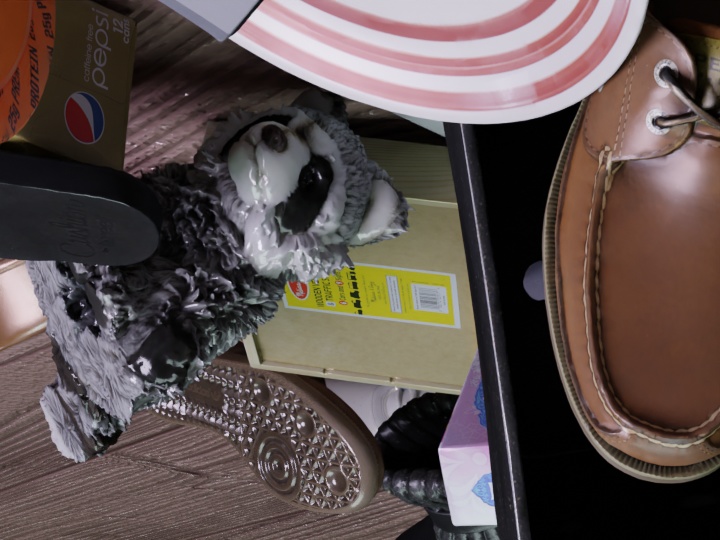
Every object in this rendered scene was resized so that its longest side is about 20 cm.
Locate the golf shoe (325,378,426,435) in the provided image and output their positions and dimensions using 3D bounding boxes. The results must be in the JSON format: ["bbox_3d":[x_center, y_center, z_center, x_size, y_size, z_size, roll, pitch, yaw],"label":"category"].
[{"bbox_3d":[0.044,0.080,1.259,0.198,0.079,0.097,0,148,-12],"label":"golf shoe"}]

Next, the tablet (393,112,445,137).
[{"bbox_3d":[0.071,-0.070,0.803,0.129,0.014,0.199,-11,159,39],"label":"tablet"}]

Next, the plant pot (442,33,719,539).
[{"bbox_3d":[0.120,-0.003,0.685,0.198,0.202,0.177,-8,179,-8],"label":"plant pot"}]

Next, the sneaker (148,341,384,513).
[{"bbox_3d":[-0.043,0.069,1.138,0.075,0.071,0.199,-15,-151,-40],"label":"sneaker"}]

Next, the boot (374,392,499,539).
[{"bbox_3d":[0.049,0.146,1.215,0.211,0.080,0.157,-38,143,22],"label":"boot"}]

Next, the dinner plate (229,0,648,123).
[{"bbox_3d":[-0.013,-0.113,0.525,0.199,0.024,0.201,27,154,15],"label":"dinner plate"}]

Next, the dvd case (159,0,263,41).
[{"bbox_3d":[-0.060,-0.134,0.470,0.150,0.025,0.200,33,157,-10],"label":"dvd case"}]

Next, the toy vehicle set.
[{"bbox_3d":[0.000,0.000,0.941,0.123,0.027,0.200,7,154,8],"label":"toy vehicle set"}]

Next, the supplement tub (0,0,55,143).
[{"bbox_3d":[-0.200,-0.077,0.616,0.198,0.124,0.122,-3,163,20],"label":"supplement tub"}]

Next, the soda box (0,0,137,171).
[{"bbox_3d":[-0.176,-0.055,0.794,0.199,0.065,0.067,-13,157,41],"label":"soda box"}]

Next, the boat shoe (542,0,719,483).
[{"bbox_3d":[0.090,-0.047,0.542,0.071,0.202,0.068,8,168,3],"label":"boat shoe"}]

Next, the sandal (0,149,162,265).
[{"bbox_3d":[-0.170,-0.020,0.724,0.198,0.045,0.075,8,156,5],"label":"sandal"}]

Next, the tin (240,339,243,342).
[{"bbox_3d":[0.027,0.027,1.103,0.199,0.042,0.112,12,157,-29],"label":"tin"}]

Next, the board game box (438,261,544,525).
[{"bbox_3d":[0.150,0.034,0.877,0.198,0.041,0.200,-4,-152,18],"label":"board game box"}]

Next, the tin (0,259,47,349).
[{"bbox_3d":[-0.157,0.012,0.974,0.112,0.042,0.199,-31,-174,-38],"label":"tin"}]

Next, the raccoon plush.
[{"bbox_3d":[-0.066,-0.003,0.844,0.133,0.097,0.200,-27,176,-23],"label":"raccoon plush"}]
